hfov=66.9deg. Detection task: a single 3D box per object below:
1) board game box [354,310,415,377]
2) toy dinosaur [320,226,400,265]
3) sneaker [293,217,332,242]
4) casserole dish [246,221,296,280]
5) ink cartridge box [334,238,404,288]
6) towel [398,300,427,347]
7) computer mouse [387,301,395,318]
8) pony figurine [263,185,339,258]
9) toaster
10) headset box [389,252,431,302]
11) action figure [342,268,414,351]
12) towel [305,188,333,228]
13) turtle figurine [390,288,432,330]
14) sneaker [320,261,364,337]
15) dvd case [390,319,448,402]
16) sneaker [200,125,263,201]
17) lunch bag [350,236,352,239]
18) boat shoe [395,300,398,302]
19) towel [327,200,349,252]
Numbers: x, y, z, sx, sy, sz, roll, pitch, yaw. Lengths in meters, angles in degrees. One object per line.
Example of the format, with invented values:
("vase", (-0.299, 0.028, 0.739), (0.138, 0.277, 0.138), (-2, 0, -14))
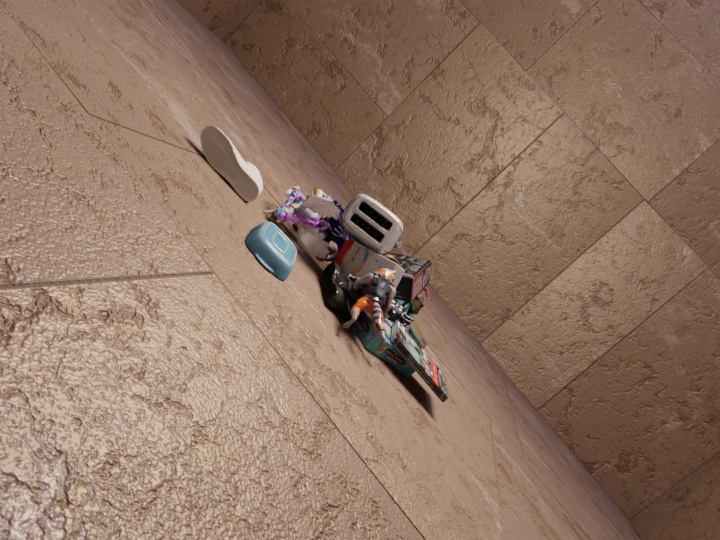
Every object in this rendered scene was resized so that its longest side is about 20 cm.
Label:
("board game box", (0.057, 0.167, 1.380), (0.199, 0.047, 0.152), (40, 13, -43))
("toy dinosaur", (-0.018, -0.052, 1.517), (0.202, 0.180, 0.105), (57, 6, 11))
("sneaker", (-0.121, -0.126, 1.618), (0.076, 0.078, 0.200), (51, 10, 15))
("casserole dish", (-0.185, -0.050, 1.178), (0.121, 0.039, 0.200), (47, 9, -13))
("ink cartridge box", (0.000, 0.000, 1.394), (0.198, 0.118, 0.067), (28, -1, 28))
("towel", (0.169, 0.165, 1.829), (0.203, 0.021, 0.146), (64, 13, 8))
("computer mouse", (0.068, 0.094, 1.492), (0.110, 0.044, 0.200), (53, -15, 11))
("pony figurine", (-0.140, -0.149, 1.445), (0.190, 0.169, 0.201), (23, 30, 4))
("toaster", (0.024, -0.123, 1.405), (0.199, 0.114, 0.129), (38, 0, -3))
("headset box", (0.107, 0.018, 1.574), (0.146, 0.079, 0.200), (12, 22, 20))
("action figure", (0.055, 0.081, 1.251), (0.197, 0.105, 0.196), (28, 52, -16))
("towel", (-0.098, -0.179, 1.915), (0.201, 0.085, 0.165), (53, 9, 34))
("turtle figurine", (0.143, 0.093, 1.645), (0.150, 0.100, 0.202), (49, 47, -24))
("sneaker", (-0.041, 0.064, 1.318), (0.104, 0.060, 0.201), (41, 18, -25))
("dvd case", (0.148, 0.224, 1.373), (0.201, 0.022, 0.146), (51, 12, -6))
("sneaker", (-0.314, -0.263, 1.344), (0.202, 0.073, 0.116), (57, 6, -12))
("lunch bag", (0.015, -0.044, 1.727), (0.201, 0.081, 0.164), (-108, -166, -63))
("boat shoe", (0.049, 0.076, 1.646), (0.199, 0.060, 0.074), (40, 12, -41))
("towel", (-0.063, -0.104, 1.669), (0.148, 0.049, 0.204), (-117, -168, -70))
